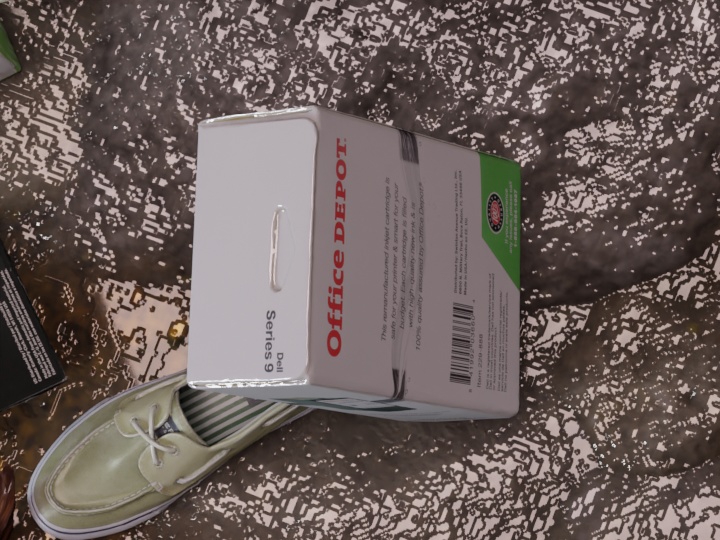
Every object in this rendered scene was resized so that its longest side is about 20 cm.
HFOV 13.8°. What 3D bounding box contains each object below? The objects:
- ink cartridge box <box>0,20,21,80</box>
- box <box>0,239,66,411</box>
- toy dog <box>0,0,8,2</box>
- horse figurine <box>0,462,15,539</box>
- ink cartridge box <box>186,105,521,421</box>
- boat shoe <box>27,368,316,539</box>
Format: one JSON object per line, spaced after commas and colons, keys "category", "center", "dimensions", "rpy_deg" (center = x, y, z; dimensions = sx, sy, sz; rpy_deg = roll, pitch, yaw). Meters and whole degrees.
{"category": "ink cartridge box", "center": [-0.291, -0.185, 1.722], "dimensions": [0.117, 0.067, 0.200], "rpy_deg": [-25, 80, 2]}
{"category": "box", "center": [-0.283, 0.051, 1.613], "dimensions": [0.200, 0.149, 0.124], "rpy_deg": [-25, 92, -16]}
{"category": "toy dog", "center": [-0.220, -0.268, 1.662], "dimensions": [0.200, 0.140, 0.194], "rpy_deg": [32, 93, -14]}
{"category": "horse figurine", "center": [-0.264, 0.189, 1.650], "dimensions": [0.200, 0.133, 0.050], "rpy_deg": [-34, 75, -12]}
{"category": "ink cartridge box", "center": [0.000, 0.000, 1.590], "dimensions": [0.084, 0.200, 0.146], "rpy_deg": [-4, 80, 35]}
{"category": "boat shoe", "center": [-0.101, 0.085, 1.665], "dimensions": [0.200, 0.062, 0.072], "rpy_deg": [-31, 80, 1]}
